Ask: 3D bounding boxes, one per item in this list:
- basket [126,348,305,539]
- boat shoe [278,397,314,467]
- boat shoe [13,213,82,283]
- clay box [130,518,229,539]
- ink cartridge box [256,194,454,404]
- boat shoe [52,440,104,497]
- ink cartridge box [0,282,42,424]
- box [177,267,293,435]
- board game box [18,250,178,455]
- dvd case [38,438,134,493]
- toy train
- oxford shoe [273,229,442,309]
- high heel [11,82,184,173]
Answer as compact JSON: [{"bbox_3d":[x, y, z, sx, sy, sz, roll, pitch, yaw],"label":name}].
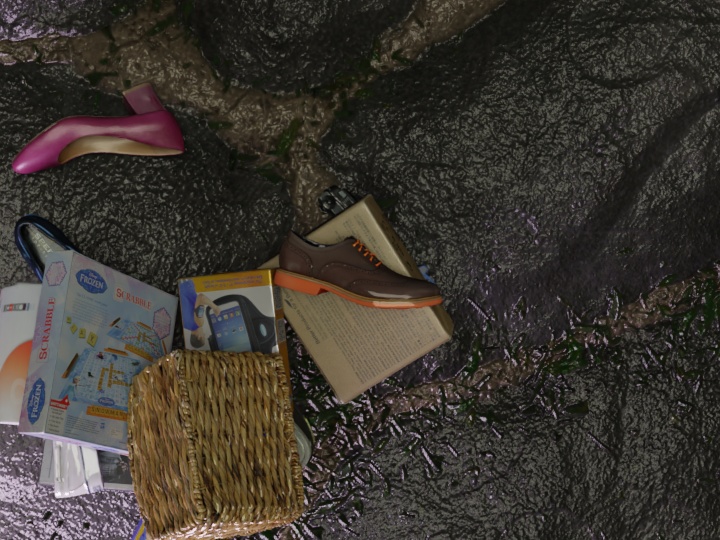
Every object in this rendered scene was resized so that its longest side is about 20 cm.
[{"bbox_3d":[-0.168,0.202,1.194,0.148,0.142,0.201,6,63,-41],"label":"basket"},{"bbox_3d":[-0.126,0.159,1.317,0.072,0.061,0.202,-34,86,10],"label":"boat shoe"},{"bbox_3d":[-0.353,0.020,1.282,0.200,0.069,0.084,43,87,-6],"label":"boat shoe"},{"bbox_3d":[-0.209,0.349,1.245,0.047,0.200,0.116,27,88,-36],"label":"clay box"},{"bbox_3d":[-0.005,0.034,1.300,0.164,0.075,0.201,-31,96,14],"label":"ink cartridge box"},{"bbox_3d":[-0.352,0.166,1.244,0.065,0.074,0.201,-12,74,-14],"label":"boat shoe"},{"bbox_3d":[-0.418,0.096,1.231,0.198,0.050,0.164,0,77,18],"label":"ink cartridge box"},{"bbox_3d":[-0.148,0.102,1.266,0.118,0.041,0.202,-6,90,12],"label":"box"},{"bbox_3d":[-0.293,0.102,1.210,0.041,0.200,0.201,-3,72,26],"label":"board game box"},{"bbox_3d":[-0.282,0.195,1.296,0.198,0.025,0.151,6,73,-6],"label":"dvd case"},{"bbox_3d":[0.026,-0.032,1.345,0.200,0.034,0.046,46,74,-5],"label":"toy train"},{"bbox_3d":[0.000,0.000,1.221,0.198,0.071,0.073,11,96,5],"label":"oxford shoe"},{"bbox_3d":[-0.316,-0.145,1.280,0.199,0.067,0.097,-30,84,-8],"label":"high heel"}]
